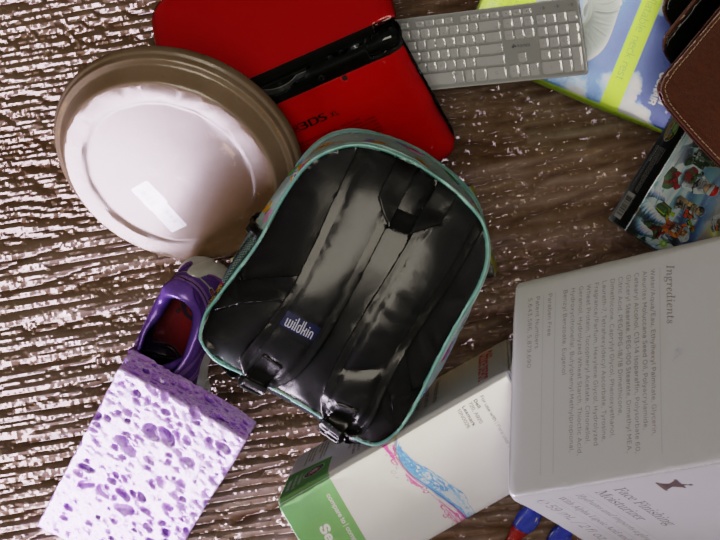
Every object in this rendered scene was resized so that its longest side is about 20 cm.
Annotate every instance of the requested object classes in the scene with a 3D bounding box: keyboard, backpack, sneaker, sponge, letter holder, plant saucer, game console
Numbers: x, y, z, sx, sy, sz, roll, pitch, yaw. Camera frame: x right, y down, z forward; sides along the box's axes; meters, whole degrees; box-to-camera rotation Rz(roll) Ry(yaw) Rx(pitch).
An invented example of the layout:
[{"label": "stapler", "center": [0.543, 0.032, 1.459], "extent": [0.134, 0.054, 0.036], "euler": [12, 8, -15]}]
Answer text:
[{"label": "keyboard", "center": [0.080, -0.168, 1.404], "extent": [0.198, 0.011, 0.057], "euler": [-2, 97, 33]}, {"label": "backpack", "center": [0.000, 0.000, 1.347], "extent": [0.175, 0.153, 0.201], "euler": [30, 108, -1]}, {"label": "sneaker", "center": [-0.160, 0.081, 1.442], "extent": [0.080, 0.083, 0.202], "euler": [26, 114, 18]}, {"label": "sponge", "center": [-0.168, 0.158, 1.437], "extent": [0.111, 0.030, 0.201], "euler": [29, 128, -3]}, {"label": "letter holder", "center": [0.299, -0.123, 1.313], "extent": [0.199, 0.101, 0.142], "euler": [38, 95, -19]}, {"label": "plant saucer", "center": [-0.142, -0.081, 1.413], "extent": [0.198, 0.030, 0.201], "euler": [8, 133, 8]}, {"label": "game console", "center": [-0.045, -0.149, 1.446], "extent": [0.198, 0.119, 0.173], "euler": [-21, 123, 18]}]

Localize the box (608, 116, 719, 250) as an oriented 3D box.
[{"label": "box", "center": [0.297, -0.087, 1.395], "extent": [0.136, 0.040, 0.201], "euler": [28, 97, -19]}]

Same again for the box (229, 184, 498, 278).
[{"label": "box", "center": [0.003, -0.004, 1.450], "extent": [0.198, 0.050, 0.076], "euler": [-18, 92, 6]}]

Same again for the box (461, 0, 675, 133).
[{"label": "box", "center": [0.190, -0.187, 1.418], "extent": [0.198, 0.048, 0.123], "euler": [22, 98, 4]}]

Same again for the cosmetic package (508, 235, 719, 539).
[{"label": "cosmetic package", "center": [0.229, 0.093, 1.293], "extent": [0.199, 0.164, 0.167], "euler": [-14, 59, 34]}]

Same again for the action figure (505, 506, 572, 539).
[{"label": "action figure", "center": [0.169, 0.164, 1.447], "extent": [0.065, 0.052, 0.201], "euler": [31, 94, 7]}]

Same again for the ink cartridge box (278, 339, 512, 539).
[{"label": "ink cartridge box", "center": [0.047, 0.145, 1.406], "extent": [0.199, 0.145, 0.084], "euler": [-30, 94, 7]}]
